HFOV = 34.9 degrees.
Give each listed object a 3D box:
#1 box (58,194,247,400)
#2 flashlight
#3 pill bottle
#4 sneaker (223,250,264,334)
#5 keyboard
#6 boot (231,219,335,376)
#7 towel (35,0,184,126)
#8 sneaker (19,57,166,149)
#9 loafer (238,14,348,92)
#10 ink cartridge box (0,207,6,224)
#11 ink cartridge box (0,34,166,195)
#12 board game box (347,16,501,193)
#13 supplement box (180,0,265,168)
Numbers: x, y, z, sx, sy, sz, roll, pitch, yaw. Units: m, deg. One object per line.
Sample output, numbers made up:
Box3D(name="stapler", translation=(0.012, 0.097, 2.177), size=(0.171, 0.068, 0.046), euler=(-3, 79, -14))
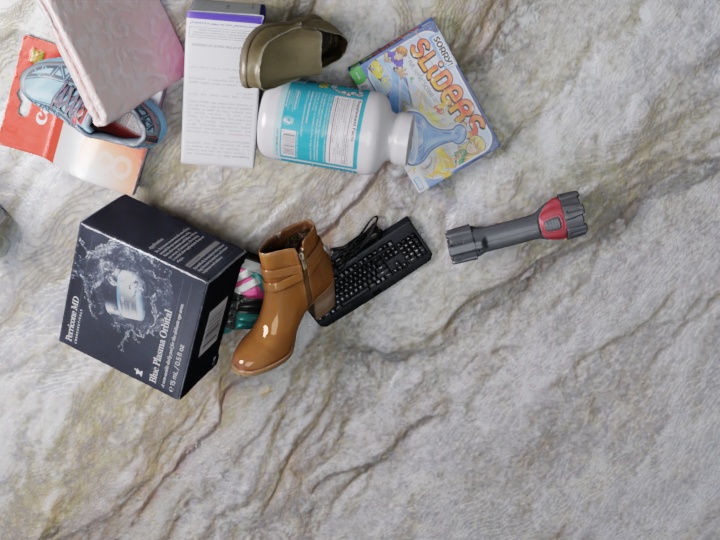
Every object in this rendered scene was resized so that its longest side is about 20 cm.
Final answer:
Box3D(name="box", translation=(-0.284, 0.036, 1.557), size=(0.199, 0.117, 0.198), euler=(24, 119, 11))
Box3D(name="flashlight", translation=(0.221, -0.059, 1.639), size=(0.198, 0.068, 0.068), euler=(-14, 145, 6))
Box3D(name="pill bottle", translation=(-0.031, -0.189, 1.519), size=(0.198, 0.111, 0.112), euler=(10, 110, 5))
Box3D(name="sneaker", translation=(-0.195, 0.025, 1.630), size=(0.199, 0.084, 0.122), euler=(22, 98, -13))
Box3D(name="keyboard", translation=(0.000, 0.000, 1.655), size=(0.199, 0.040, 0.104), euler=(-34, 110, 7))
Box3D(name="boot", translation=(-0.112, 0.037, 1.554), size=(0.200, 0.077, 0.156), euler=(-38, 140, -23))
Box3D(name="towel", translation=(-0.312, -0.302, 1.445), size=(0.032, 0.200, 0.192), euler=(-12, 112, 33))
Box3D(name="sneaker", translation=(-0.348, -0.216, 1.475), size=(0.198, 0.096, 0.080), euler=(21, 106, -3))
Box3D(name="loafer", translation=(-0.083, -0.281, 1.461), size=(0.067, 0.200, 0.077), euler=(16, 125, 26))
Box3D(name="ink cartridge box", translation=(-0.582, -0.100, 1.516), size=(0.083, 0.146, 0.200), euler=(-37, 108, 11))
Box3D(name="ink cartridge box", translation=(-0.377, -0.209, 1.544), size=(0.198, 0.050, 0.163), euler=(16, 108, -13))
Box3D(name="board game box", translation=(0.089, -0.225, 1.579), size=(0.135, 0.035, 0.201), euler=(-30, 110, 7))
Box3D(name="supplement box", translation=(-0.181, -0.247, 1.516), size=(0.102, 0.101, 0.202), euler=(3, 110, -5))
